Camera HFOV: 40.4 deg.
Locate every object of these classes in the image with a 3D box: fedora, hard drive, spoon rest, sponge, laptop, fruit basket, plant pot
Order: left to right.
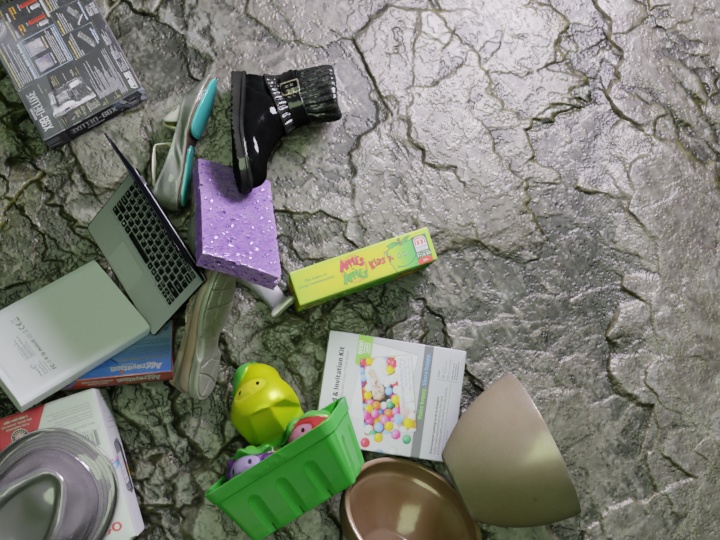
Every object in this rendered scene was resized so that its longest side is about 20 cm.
[{"bbox_3d":[-0.400,0.297,1.200,0.177,0.090,0.200,42,84,2],"label":"fedora"},{"bbox_3d":[-0.397,0.082,1.288,0.199,0.027,0.132,-34,71,-34],"label":"hard drive"},{"bbox_3d":[-0.296,-0.040,1.262,0.200,0.115,0.188,-43,74,28],"label":"laptop"},{"bbox_3d":[-0.167,-0.065,1.305,0.110,0.030,0.202,17,38,-25],"label":"sponge"},{"bbox_3d":[-0.165,-0.014,1.370,0.099,0.061,0.201,-39,75,-6],"label":"spoon rest"},{"bbox_3d":[-0.114,0.217,1.285,0.211,0.155,0.220,1,96,9],"label":"fruit basket"},{"bbox_3d":[0.054,0.356,1.299,0.198,0.202,0.094,25,122,-2],"label":"plant pot"},{"bbox_3d":[0.186,0.259,1.298,0.133,0.200,0.203,-26,86,-2],"label":"plant pot"}]

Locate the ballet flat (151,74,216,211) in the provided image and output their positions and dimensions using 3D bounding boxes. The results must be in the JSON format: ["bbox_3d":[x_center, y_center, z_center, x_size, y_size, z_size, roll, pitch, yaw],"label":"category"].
[{"bbox_3d":[-0.255,-0.185,1.371,0.063,0.067,0.203,13,82,3],"label":"ballet flat"}]

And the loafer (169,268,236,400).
[{"bbox_3d":[-0.220,0.073,1.325,0.062,0.072,0.204,15,99,23],"label":"loafer"}]

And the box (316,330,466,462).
[{"bbox_3d":[0.041,0.176,1.368,0.196,0.041,0.159,9,83,-3],"label":"box"}]

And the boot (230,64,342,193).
[{"bbox_3d":[-0.101,-0.202,1.353,0.155,0.080,0.214,-1,59,-5],"label":"boot"}]

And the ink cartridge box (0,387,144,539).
[{"bbox_3d":[-0.384,0.272,1.292,0.145,0.086,0.203,-16,87,-5],"label":"ink cartridge box"}]

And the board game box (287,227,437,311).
[{"bbox_3d":[0.000,0.000,1.354,0.197,0.102,0.048,-18,85,-7],"label":"board game box"}]

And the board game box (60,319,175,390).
[{"bbox_3d":[-0.351,0.115,1.316,0.196,0.020,0.104,-4,39,-6],"label":"board game box"}]

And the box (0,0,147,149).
[{"bbox_3d":[-0.417,-0.297,1.376,0.156,0.050,0.202,-30,87,-8],"label":"box"}]
